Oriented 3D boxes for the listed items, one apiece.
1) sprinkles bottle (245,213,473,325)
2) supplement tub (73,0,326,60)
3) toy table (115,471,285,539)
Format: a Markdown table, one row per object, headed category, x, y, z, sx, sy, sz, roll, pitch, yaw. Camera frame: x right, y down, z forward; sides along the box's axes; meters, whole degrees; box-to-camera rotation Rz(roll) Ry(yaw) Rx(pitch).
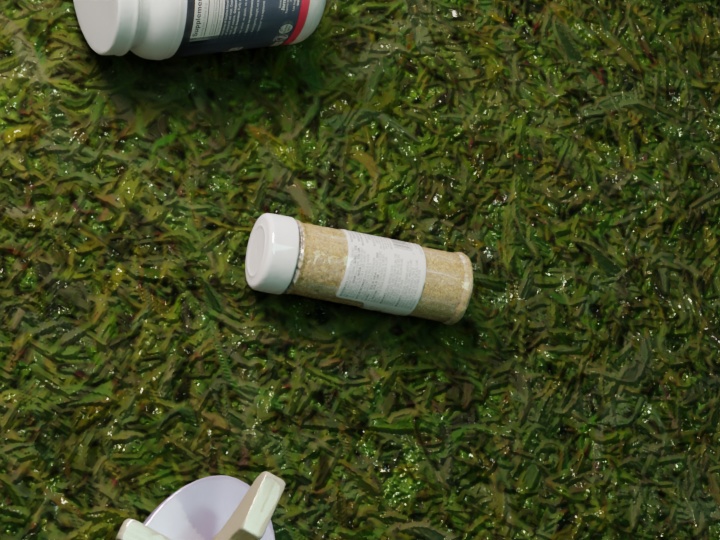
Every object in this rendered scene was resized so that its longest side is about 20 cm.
| category | x | y | z | sx | sy | sz | roll | pitch | yaw |
| --- | --- | --- | --- | --- | --- | --- | --- | --- | --- |
| sprinkles bottle | 0.000 | 0.000 | 1.479 | 0.198 | 0.068 | 0.069 | 11 | 69 | -21 |
| supplement tub | -0.141 | -0.260 | 1.459 | 0.198 | 0.140 | 0.142 | -10 | 78 | -27 |
| toy table | -0.121 | 0.249 | 1.315 | 0.182 | 0.117 | 0.202 | 19 | 67 | -18 |
